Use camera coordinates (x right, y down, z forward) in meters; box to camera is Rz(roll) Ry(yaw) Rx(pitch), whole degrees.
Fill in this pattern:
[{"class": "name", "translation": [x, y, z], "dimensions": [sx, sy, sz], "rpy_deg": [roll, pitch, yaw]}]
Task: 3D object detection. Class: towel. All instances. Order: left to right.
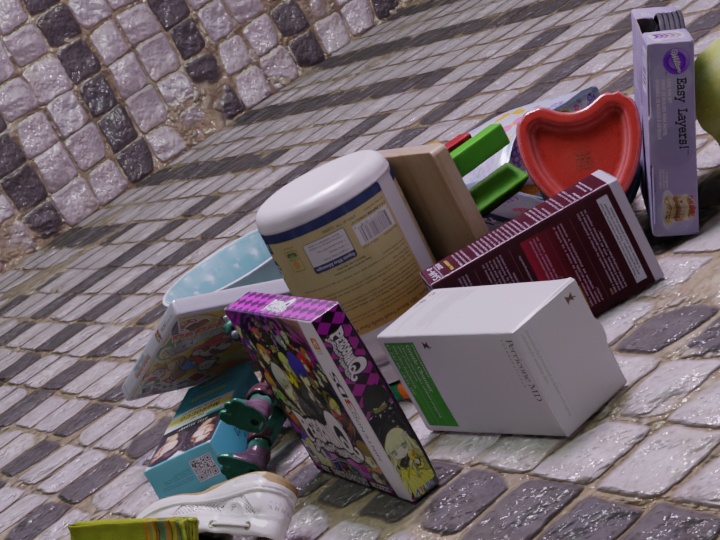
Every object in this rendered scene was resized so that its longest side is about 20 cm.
[{"class": "towel", "translation": [-0.203, 0.262, 1.454], "dimensions": [0.018, 0.087, 0.199], "rpy_deg": [6, -11, -39]}]

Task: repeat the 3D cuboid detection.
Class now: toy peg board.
[{"class": "toy peg board", "translation": [0.102, -0.050, 1.664], "dimensions": [0.098, 0.201, 0.199], "rpy_deg": [-34, 15, -23]}]

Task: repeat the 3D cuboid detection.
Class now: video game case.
[{"class": "video game case", "translation": [-0.140, 0.070, 1.770], "dimensions": [0.199, 0.023, 0.182], "rpy_deg": [-11, -27, -33]}, {"class": "video game case", "translation": [-0.028, 0.105, 1.434], "dimensions": [0.036, 0.182, 0.200], "rpy_deg": [-34, 16, -20]}]

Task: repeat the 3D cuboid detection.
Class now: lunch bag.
[{"class": "lunch bag", "translation": [0.173, -0.111, 1.872], "dimensions": [0.199, 0.128, 0.169], "rpy_deg": [-27, 8, -40]}]

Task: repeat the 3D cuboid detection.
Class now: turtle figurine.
[{"class": "turtle figurine", "translation": [-0.091, 0.112, 1.653], "dimensions": [0.100, 0.151, 0.200], "rpy_deg": [-6, 30, 16]}]

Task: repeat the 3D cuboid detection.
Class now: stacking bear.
[{"class": "stacking bear", "translation": [0.235, -0.099, 1.696], "dimensions": [0.120, 0.115, 0.200], "rpy_deg": [-12, -9, 10]}]

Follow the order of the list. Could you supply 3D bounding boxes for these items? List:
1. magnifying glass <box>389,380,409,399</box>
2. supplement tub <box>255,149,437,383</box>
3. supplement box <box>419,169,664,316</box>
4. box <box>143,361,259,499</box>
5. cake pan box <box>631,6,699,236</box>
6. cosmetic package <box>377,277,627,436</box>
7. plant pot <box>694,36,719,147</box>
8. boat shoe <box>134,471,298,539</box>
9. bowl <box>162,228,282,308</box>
[{"class": "magnifying glass", "translation": [0.034, 0.114, 1.610], "dimensions": [0.079, 0.022, 0.199], "rpy_deg": [-38, 15, -29]}, {"class": "supplement tub", "translation": [0.000, 0.000, 1.615], "dimensions": [0.144, 0.201, 0.144], "rpy_deg": [-25, 13, 6]}, {"class": "supplement box", "translation": [0.168, 0.004, 1.540], "dimensions": [0.199, 0.109, 0.061], "rpy_deg": [-29, 15, -2]}, {"class": "box", "translation": [-0.158, 0.169, 1.724], "dimensions": [0.082, 0.049, 0.200], "rpy_deg": [-25, 15, 15]}, {"class": "cake pan box", "translation": [0.300, -0.155, 1.641], "dimensions": [0.052, 0.202, 0.184], "rpy_deg": [-4, 17, 4]}, {"class": "cosmetic package", "translation": [0.117, 0.074, 1.409], "dimensions": [0.085, 0.108, 0.199], "rpy_deg": [-37, 15, -28]}, {"class": "plant pot", "translation": [0.425, -0.193, 1.598], "dimensions": [0.184, 0.201, 0.200], "rpy_deg": [-30, 10, 45]}, {"class": "boat shoe", "translation": [-0.138, 0.235, 1.436], "dimensions": [0.199, 0.071, 0.070], "rpy_deg": [-28, 41, 38]}, {"class": "bowl", "translation": [-0.131, 0.032, 2.017], "dimensions": [0.200, 0.106, 0.201], "rpy_deg": [-27, 14, 7]}]
